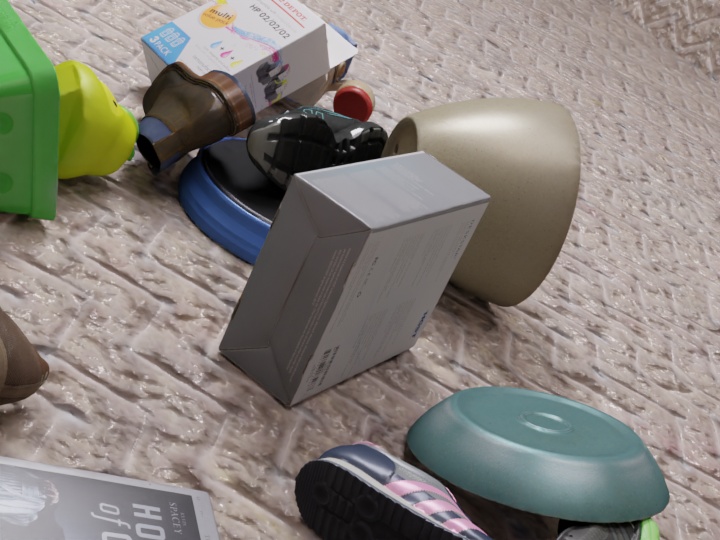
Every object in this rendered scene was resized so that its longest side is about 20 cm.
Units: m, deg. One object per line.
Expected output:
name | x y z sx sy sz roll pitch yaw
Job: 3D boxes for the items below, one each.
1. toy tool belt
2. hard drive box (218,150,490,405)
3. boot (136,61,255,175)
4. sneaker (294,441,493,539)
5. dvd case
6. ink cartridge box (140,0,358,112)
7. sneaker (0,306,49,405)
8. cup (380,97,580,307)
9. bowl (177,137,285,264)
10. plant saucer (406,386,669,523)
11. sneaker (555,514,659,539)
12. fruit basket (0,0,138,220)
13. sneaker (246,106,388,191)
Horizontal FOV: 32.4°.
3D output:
toy tool belt | -0.060 -0.248 1.430 0.199 0.126 0.123 29 32 1
hard drive box | 0.000 0.000 0.962 0.077 0.157 0.199 35 24 21
boot | -0.182 -0.138 1.134 0.097 0.075 0.199 -34 21 -23
sneaker | 0.057 0.170 0.782 0.199 0.071 0.082 35 26 21
dvd case | -0.160 0.158 0.643 0.198 0.025 0.151 14 28 -26
ink cartridge box | -0.112 -0.234 1.287 0.199 0.068 0.115 -33 56 -21
sneaker | -0.275 0.018 0.770 0.200 0.071 0.075 42 9 22
cup | 0.097 -0.080 1.174 0.142 0.202 0.201 14 27 -19
bowl | -0.070 -0.059 1.145 0.199 0.040 0.201 23 25 -11
plant saucer | 0.134 0.127 0.919 0.198 0.036 0.200 10 13 -2
sneaker | 0.150 0.219 0.808 0.083 0.078 0.200 14 18 8
fruit basket | -0.266 -0.138 0.989 0.213 0.157 0.217 8 36 -6
sneaker | -0.053 -0.116 1.164 0.079 0.076 0.199 24 13 28
